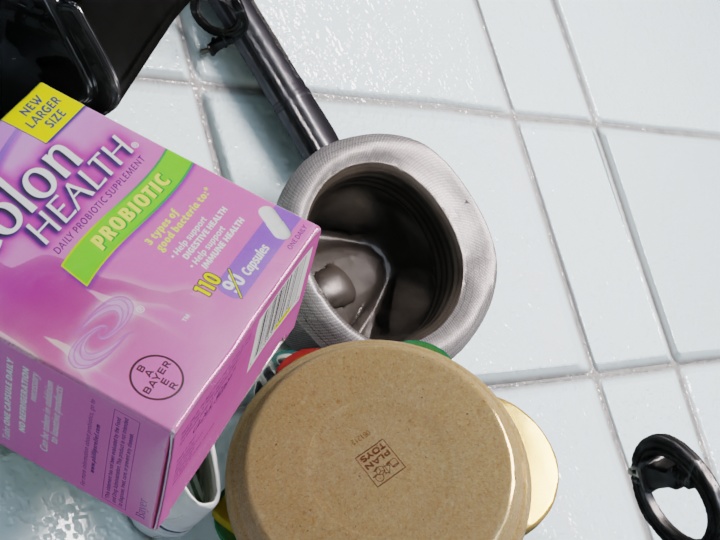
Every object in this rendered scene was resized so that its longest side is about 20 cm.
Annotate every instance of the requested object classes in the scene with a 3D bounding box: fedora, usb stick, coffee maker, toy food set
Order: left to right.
[{"bbox_3d":[-0.168,-0.186,0.908,0.192,0.134,0.201,43,46,-18],"label":"coffee maker"},{"bbox_3d":[-0.075,-0.167,1.050,0.201,0.032,0.055,59,10,-1],"label":"usb stick"},{"bbox_3d":[0.000,0.000,0.995,0.178,0.090,0.200,53,46,-6],"label":"fedora"},{"bbox_3d":[0.011,0.128,0.845,0.197,0.049,0.200,33,62,17],"label":"toy food set"}]

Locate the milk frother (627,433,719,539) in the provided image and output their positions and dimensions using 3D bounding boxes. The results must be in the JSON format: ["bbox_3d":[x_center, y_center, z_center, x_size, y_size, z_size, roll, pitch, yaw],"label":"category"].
[{"bbox_3d":[0.174,0.240,0.960,0.187,0.180,0.202,-13,80,-46],"label":"milk frother"}]

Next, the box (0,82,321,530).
[{"bbox_3d":[-0.152,0.014,0.778,0.198,0.097,0.176,27,47,9],"label":"box"}]

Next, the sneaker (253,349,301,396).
[{"bbox_3d":[0.003,0.121,0.963,0.200,0.077,0.080,40,25,-23],"label":"sneaker"}]

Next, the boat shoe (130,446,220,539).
[{"bbox_3d":[-0.128,0.064,0.857,0.073,0.067,0.202,-10,75,-46],"label":"boat shoe"}]
